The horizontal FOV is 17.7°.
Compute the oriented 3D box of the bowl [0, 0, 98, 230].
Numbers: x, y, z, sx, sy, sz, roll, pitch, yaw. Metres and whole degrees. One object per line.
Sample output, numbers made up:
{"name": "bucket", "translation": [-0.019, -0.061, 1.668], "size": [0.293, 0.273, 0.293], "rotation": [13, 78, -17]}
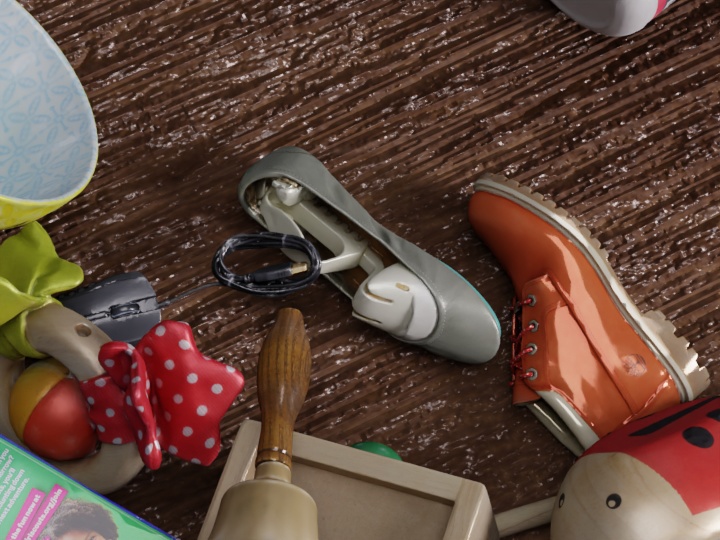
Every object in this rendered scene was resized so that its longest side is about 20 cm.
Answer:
{"name": "bowl", "translation": [-0.277, -0.095, 1.463], "size": [0.108, 0.200, 0.200], "rotation": [-38, 75, 29]}

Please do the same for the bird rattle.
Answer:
{"name": "bird rattle", "translation": [-0.170, 0.068, 1.411], "size": [0.200, 0.163, 0.113], "rotation": [30, 46, 10]}

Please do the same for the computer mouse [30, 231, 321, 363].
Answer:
{"name": "computer mouse", "translation": [-0.122, 0.019, 1.462], "size": [0.200, 0.034, 0.059], "rotation": [-20, 78, 8]}

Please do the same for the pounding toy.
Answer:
{"name": "pounding toy", "translation": [0.007, 0.187, 1.411], "size": [0.184, 0.142, 0.200], "rotation": [14, 69, 15]}

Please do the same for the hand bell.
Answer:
{"name": "hand bell", "translation": [-0.048, 0.107, 1.344], "size": [0.104, 0.104, 0.200], "rotation": [8, 54, -2]}

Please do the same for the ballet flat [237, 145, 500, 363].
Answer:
{"name": "ballet flat", "translation": [0.000, 0.000, 1.487], "size": [0.200, 0.067, 0.064], "rotation": [41, 40, 12]}

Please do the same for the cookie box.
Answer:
{"name": "cookie box", "translation": [-0.211, 0.157, 1.369], "size": [0.200, 0.171, 0.075], "rotation": [29, 70, 4]}

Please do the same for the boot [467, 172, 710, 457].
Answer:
{"name": "boot", "translation": [0.121, 0.031, 1.490], "size": [0.107, 0.075, 0.200], "rotation": [-39, 81, -10]}

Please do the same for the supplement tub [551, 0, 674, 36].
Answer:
{"name": "supplement tub", "translation": [0.205, -0.265, 1.551], "size": [0.200, 0.140, 0.140], "rotation": [-39, 80, -15]}

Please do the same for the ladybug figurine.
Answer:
{"name": "ladybug figurine", "translation": [0.193, 0.127, 1.418], "size": [0.200, 0.136, 0.072], "rotation": [-21, 99, -45]}
